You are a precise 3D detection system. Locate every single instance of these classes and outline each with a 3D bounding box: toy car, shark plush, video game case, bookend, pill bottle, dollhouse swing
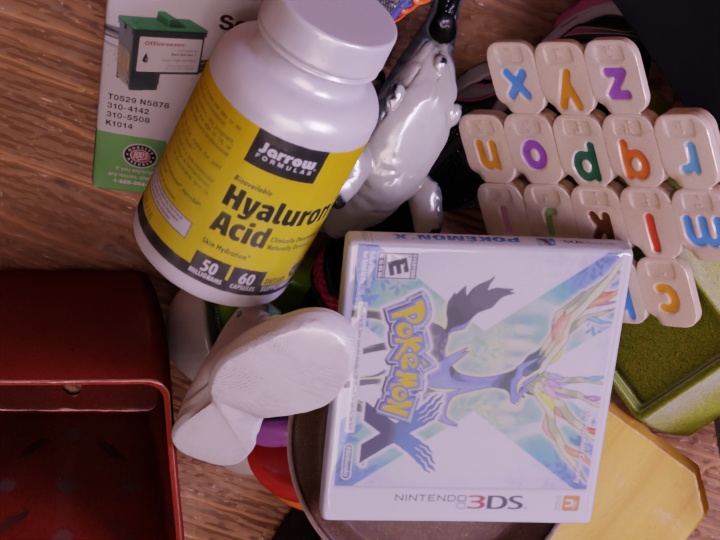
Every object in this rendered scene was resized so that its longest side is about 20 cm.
[{"bbox_3d":[-0.042,0.086,1.518,0.174,0.150,0.200,-10,124,9],"label":"toy car"},{"bbox_3d":[0.016,-0.112,1.401,0.091,0.083,0.201,6,107,-30],"label":"shark plush"},{"bbox_3d":[0.072,0.072,1.363,0.182,0.022,0.201,2,114,-9],"label":"video game case"},{"bbox_3d":[0.263,-0.117,1.379,0.092,0.199,0.200,-35,73,13],"label":"bookend"},{"bbox_3d":[-0.056,-0.084,1.320,0.111,0.111,0.200,21,122,-13],"label":"pill bottle"},{"bbox_3d":[0.149,0.161,1.558,0.200,0.182,0.176,36,101,6],"label":"dollhouse swing"}]

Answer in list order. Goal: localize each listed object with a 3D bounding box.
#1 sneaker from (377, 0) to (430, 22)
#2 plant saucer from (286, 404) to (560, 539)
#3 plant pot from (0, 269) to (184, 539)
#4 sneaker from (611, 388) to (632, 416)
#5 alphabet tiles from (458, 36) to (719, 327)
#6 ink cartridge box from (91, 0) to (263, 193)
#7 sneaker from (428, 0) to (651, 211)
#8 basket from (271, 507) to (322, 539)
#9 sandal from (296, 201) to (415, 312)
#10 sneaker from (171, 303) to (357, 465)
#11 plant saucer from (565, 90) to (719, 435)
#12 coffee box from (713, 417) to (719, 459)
[{"bbox_3d":[0.042,-0.199,1.341,0.078,0.075,0.200,31,115,-1],"label":"sneaker"},{"bbox_3d":[0.047,0.119,1.437,0.200,0.201,0.037,11,165,-6],"label":"plant saucer"},{"bbox_3d":[-0.220,0.104,1.521,0.199,0.176,0.200,0,125,2],"label":"plant pot"},{"bbox_3d":[0.168,0.065,1.543,0.084,0.073,0.200,18,125,-14],"label":"sneaker"},{"bbox_3d":[0.149,-0.056,1.348,0.200,0.015,0.196,4,119,44],"label":"alphabet tiles"},{"bbox_3d":[-0.096,-0.150,1.393,0.146,0.084,0.200,7,126,-4],"label":"ink cartridge box"},{"bbox_3d":[0.113,-0.104,1.418,0.080,0.086,0.200,36,119,-20],"label":"sneaker"},{"bbox_3d":[0.029,0.260,1.652,0.200,0.136,0.180,34,140,-16],"label":"basket"},{"bbox_3d":[0.000,0.000,1.427,0.075,0.200,0.045,9,143,12],"label":"sandal"},{"bbox_3d":[-0.063,0.051,1.366,0.075,0.089,0.200,26,147,-19],"label":"sneaker"},{"bbox_3d":[0.192,0.011,1.413,0.200,0.048,0.200,53,147,5],"label":"plant saucer"},{"bbox_3d":[0.310,0.103,1.487,0.114,0.200,0.080,1,126,0],"label":"coffee box"}]
